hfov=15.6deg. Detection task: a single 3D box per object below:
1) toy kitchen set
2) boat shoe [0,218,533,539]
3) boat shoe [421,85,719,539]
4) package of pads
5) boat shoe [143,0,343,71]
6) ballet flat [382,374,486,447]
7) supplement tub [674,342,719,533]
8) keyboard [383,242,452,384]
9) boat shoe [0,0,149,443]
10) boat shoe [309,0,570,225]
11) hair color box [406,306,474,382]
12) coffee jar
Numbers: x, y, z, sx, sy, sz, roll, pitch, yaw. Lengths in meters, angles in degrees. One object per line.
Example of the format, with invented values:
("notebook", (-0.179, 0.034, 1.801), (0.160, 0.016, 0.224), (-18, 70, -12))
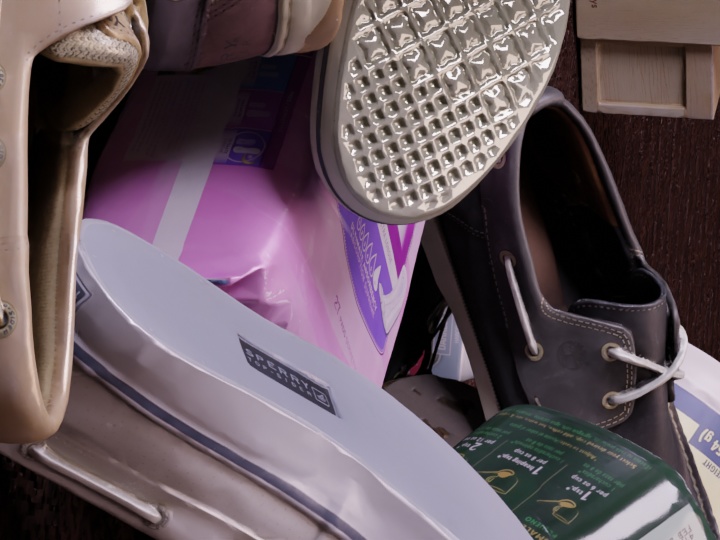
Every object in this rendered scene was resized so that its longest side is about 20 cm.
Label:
("toy kitchen set", (0.221, -0.217, 1.545), (0.181, 0.162, 0.201), (-66, 156, -52))
("boat shoe", (-0.031, 0.070, 0.720), (0.202, 0.086, 0.075), (34, 20, -36))
("boat shoe", (0.082, 0.030, 0.933), (0.072, 0.067, 0.201), (-30, 100, -43))
("package of pads", (-0.025, -0.028, 0.821), (0.121, 0.075, 0.201), (78, 21, -45))
("boat shoe", (-0.054, -0.149, 0.689), (0.072, 0.064, 0.201), (21, -54, 60))
("ballet flat", (0.001, 0.077, 0.907), (0.199, 0.046, 0.068), (-4, 57, -54))
("supplement tub", (0.076, 0.132, 1.035), (0.200, 0.144, 0.145), (-53, 153, -21))
("keyboard", (0.000, 0.000, 0.956), (0.201, 0.039, 0.104), (-58, 136, -26))
("boat shoe", (-0.080, -0.056, 0.621), (0.072, 0.065, 0.201), (59, 37, -66))
("boat shoe", (0.022, -0.101, 0.776), (0.062, 0.074, 0.201), (-25, -132, 54))
("hair color box", (0.040, -0.009, 1.112), (0.200, 0.060, 0.100), (-6, 100, -75))
("coffee jar", (0.014, 0.129, 0.813), (0.199, 0.104, 0.086), (-32, 124, -29))
